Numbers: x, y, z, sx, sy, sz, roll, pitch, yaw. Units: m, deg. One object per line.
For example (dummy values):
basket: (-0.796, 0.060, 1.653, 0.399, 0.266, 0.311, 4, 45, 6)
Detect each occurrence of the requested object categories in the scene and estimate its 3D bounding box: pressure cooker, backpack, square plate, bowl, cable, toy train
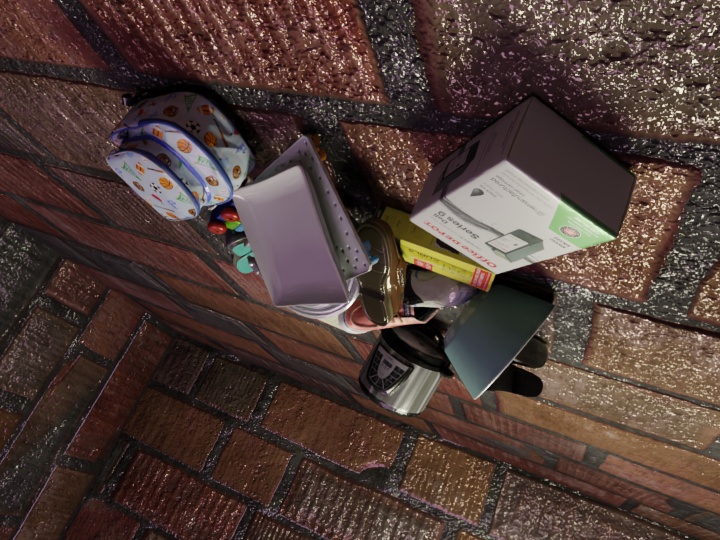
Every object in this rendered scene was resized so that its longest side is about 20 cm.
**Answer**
pressure cooker: (0.106, 0.204, 1.228, 0.175, 0.200, 0.179, 24, -166, -16)
backpack: (-0.260, -0.170, 0.799, 0.190, 0.154, 0.200, -7, 141, 38)
square plate: (-0.103, -0.043, 0.800, 0.200, 0.028, 0.199, -7, 107, 50)
bowl: (0.212, 0.102, 0.889, 0.105, 0.201, 0.201, 40, 163, 15)
cable: (-0.079, -0.018, 0.908, 0.200, 0.069, 0.200, -36, 87, 29)
toy train: (-0.181, -0.116, 0.946, 0.115, 0.085, 0.200, 18, 157, -30)

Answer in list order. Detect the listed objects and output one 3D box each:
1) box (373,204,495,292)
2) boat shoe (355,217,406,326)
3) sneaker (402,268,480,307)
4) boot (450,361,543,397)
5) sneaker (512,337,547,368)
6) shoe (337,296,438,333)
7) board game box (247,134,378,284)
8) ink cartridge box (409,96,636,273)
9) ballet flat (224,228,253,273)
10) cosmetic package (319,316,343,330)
box: (0.113, -0.035, 0.827, 0.199, 0.050, 0.075, 21, 159, 11)
boat shoe: (0.032, -0.007, 0.826, 0.072, 0.068, 0.200, 26, 141, 26)
sneaker: (0.130, 0.031, 0.952, 0.072, 0.072, 0.200, 5, 178, -29)
boot: (0.238, 0.190, 1.082, 0.188, 0.069, 0.200, 12, 177, -11)
sneaker: (0.256, 0.137, 1.049, 0.200, 0.075, 0.106, 33, 159, -22)
shoe: (0.058, 0.075, 1.036, 0.200, 0.072, 0.091, -7, 178, -39)
board game box: (-0.077, -0.070, 0.799, 0.200, 0.026, 0.200, -23, 94, 52)
ink cartridge box: (0.169, -0.079, 0.604, 0.146, 0.084, 0.200, 30, 160, -13)
ballet flat: (-0.264, -0.055, 1.201, 0.073, 0.073, 0.200, 24, 163, 4)
cosmetic package: (-0.058, 0.048, 1.089, 0.105, 0.071, 0.200, -26, 147, 23)
